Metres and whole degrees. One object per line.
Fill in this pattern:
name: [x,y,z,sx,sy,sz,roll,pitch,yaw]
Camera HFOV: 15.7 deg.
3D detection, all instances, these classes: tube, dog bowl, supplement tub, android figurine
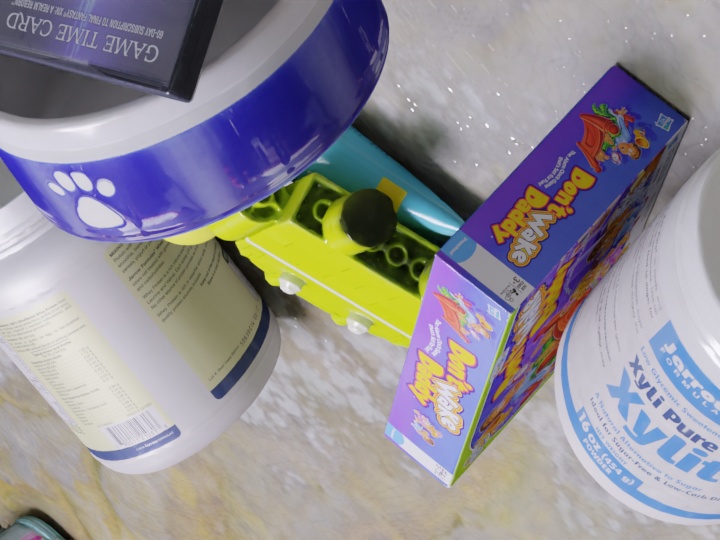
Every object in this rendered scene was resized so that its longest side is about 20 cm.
tube: [-0.017,-0.061,1.412,0.200,0.050,0.077,35,170,8]
dog bowl: [-0.090,-0.109,1.252,0.200,0.200,0.079,18,148,44]
supplement tub: [-0.157,0.009,1.601,0.145,0.145,0.200,4,137,55]
supplement tub: [0.172,0.026,1.144,0.132,0.132,0.200,42,156,5]
android figurine: [0.000,0.000,1.426,0.182,0.041,0.200,31,165,-14]

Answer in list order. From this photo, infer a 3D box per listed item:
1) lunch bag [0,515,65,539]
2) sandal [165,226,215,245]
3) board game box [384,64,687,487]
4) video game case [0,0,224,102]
lunch bag: [-0.265,0.310,2.341,0.200,0.077,0.160,44,157,1]
sandal: [-0.157,-0.092,1.474,0.199,0.080,0.087,27,170,18]
board game box: [0.080,0.008,1.253,0.045,0.134,0.200,38,156,13]
video game case: [-0.094,-0.183,1.174,0.019,0.201,0.143,17,180,-45]
